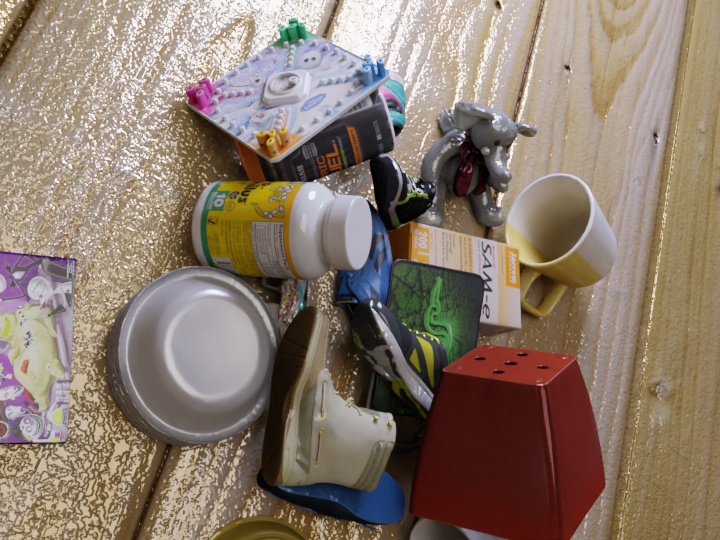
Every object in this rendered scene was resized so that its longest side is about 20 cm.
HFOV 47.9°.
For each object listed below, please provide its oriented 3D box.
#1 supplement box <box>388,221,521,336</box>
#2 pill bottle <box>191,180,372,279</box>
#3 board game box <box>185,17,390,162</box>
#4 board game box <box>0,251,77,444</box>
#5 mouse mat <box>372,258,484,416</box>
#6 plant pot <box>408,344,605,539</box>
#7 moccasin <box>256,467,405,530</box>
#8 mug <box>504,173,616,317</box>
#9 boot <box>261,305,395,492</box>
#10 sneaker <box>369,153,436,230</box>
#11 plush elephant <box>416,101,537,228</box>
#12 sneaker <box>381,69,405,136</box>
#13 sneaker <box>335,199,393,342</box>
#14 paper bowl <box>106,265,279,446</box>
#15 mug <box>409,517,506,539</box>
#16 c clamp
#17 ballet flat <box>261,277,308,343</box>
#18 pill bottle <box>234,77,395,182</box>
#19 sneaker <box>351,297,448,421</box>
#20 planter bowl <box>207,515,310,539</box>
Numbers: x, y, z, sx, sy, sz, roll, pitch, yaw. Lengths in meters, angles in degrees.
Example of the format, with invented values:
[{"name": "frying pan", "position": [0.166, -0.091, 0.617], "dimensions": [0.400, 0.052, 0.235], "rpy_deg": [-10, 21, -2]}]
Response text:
[{"name": "supplement box", "position": [0.135, 0.016, 1.168], "dimensions": [0.196, 0.073, 0.129], "rpy_deg": [10, 73, -29]}, {"name": "pill bottle", "position": [-0.091, -0.048, 0.962], "dimensions": [0.112, 0.196, 0.116], "rpy_deg": [4, 90, -67]}, {"name": "board game box", "position": [-0.095, -0.237, 1.023], "dimensions": [0.199, 0.199, 0.026], "rpy_deg": [-40, 141, -20]}, {"name": "board game box", "position": [-0.371, 0.082, 0.871], "dimensions": [0.117, 0.032, 0.205], "rpy_deg": [4, 75, -26]}, {"name": "mouse mat", "position": [0.095, 0.095, 1.088], "dimensions": [0.158, 0.007, 0.205], "rpy_deg": [9, 88, -30]}, {"name": "plant pot", "position": [0.185, 0.200, 1.009], "dimensions": [0.199, 0.196, 0.181], "rpy_deg": [-16, 107, -57]}, {"name": "moccasin", "position": [-0.036, 0.264, 1.004], "dimensions": [0.197, 0.068, 0.082], "rpy_deg": [27, 56, -23]}, {"name": "mug", "position": [0.310, -0.037, 1.264], "dimensions": [0.152, 0.185, 0.151], "rpy_deg": [30, 32, -44]}, {"name": "boot", "position": [-0.027, 0.154, 0.949], "dimensions": [0.152, 0.072, 0.205], "rpy_deg": [14, 83, -31]}, {"name": "sneaker", "position": [0.060, -0.113, 1.089], "dimensions": [0.081, 0.200, 0.073], "rpy_deg": [-16, 80, -1]}, {"name": "plush elephant", "position": [0.177, -0.169, 1.193], "dimensions": [0.161, 0.154, 0.205], "rpy_deg": [4, 75, -30]}, {"name": "sneaker", "position": [-0.013, -0.224, 1.141], "dimensions": [0.196, 0.083, 0.123], "rpy_deg": [2, 66, -32]}, {"name": "sneaker", "position": [0.000, 0.000, 1.096], "dimensions": [0.077, 0.066, 0.205], "rpy_deg": [-7, 81, -28]}, {"name": "paper bowl", "position": [-0.184, 0.097, 0.936], "dimensions": [0.197, 0.104, 0.206], "rpy_deg": [9, 73, -30]}, {"name": "mug", "position": [0.188, 0.368, 1.038], "dimensions": [0.173, 0.198, 0.151], "rpy_deg": [-13, 118, -40]}, {"name": "c clamp", "position": [0.081, 0.159, 1.097], "dimensions": [0.169, 0.027, 0.204], "rpy_deg": [22, 82, -34]}, {"name": "ballet flat", "position": [-0.096, 0.032, 1.037], "dimensions": [0.062, 0.076, 0.205], "rpy_deg": [3, 68, 0]}, {"name": "pill bottle", "position": [-0.061, -0.173, 1.049], "dimensions": [0.196, 0.106, 0.108], "rpy_deg": [-21, 87, -3]}, {"name": "sneaker", "position": [0.059, 0.103, 1.032], "dimensions": [0.085, 0.074, 0.202], "rpy_deg": [-47, 121, -26]}, {"name": "planter bowl", "position": [-0.102, 0.386, 0.919], "dimensions": [0.196, 0.083, 0.205], "rpy_deg": [8, 73, -29]}]
